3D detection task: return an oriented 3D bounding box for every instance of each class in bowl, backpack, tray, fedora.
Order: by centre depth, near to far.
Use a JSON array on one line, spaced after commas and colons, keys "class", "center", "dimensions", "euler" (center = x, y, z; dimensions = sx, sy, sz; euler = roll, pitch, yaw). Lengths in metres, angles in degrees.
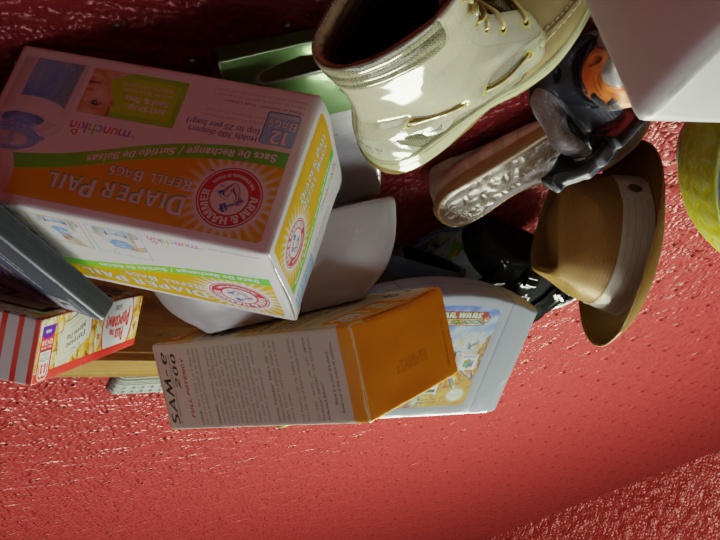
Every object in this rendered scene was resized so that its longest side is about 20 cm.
[{"class": "bowl", "center": [-0.071, -0.005, 0.768], "dimensions": [0.200, 0.075, 0.200], "euler": [-12, -175, -8]}, {"class": "bowl", "center": [0.345, -0.103, 0.842], "dimensions": [0.200, 0.200, 0.108], "euler": [-2, -165, -26]}, {"class": "fedora", "center": [0.204, -0.031, 0.867], "dimensions": [0.082, 0.201, 0.201], "euler": [11, 151, -5]}, {"class": "tray", "center": [-0.185, 0.046, 0.881], "dimensions": [0.200, 0.099, 0.037], "euler": [5, 147, -36]}, {"class": "backpack", "center": [0.096, 0.034, 0.992], "dimensions": [0.163, 0.154, 0.200], "euler": [11, 122, -48]}]

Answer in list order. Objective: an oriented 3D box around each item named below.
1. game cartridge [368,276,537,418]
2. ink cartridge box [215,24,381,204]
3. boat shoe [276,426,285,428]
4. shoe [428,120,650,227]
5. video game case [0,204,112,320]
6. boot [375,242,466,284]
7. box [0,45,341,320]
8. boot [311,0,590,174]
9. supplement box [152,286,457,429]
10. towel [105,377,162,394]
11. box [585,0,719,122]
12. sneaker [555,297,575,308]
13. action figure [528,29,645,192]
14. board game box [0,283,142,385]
[{"class": "game cartridge", "center": [0.064, 0.070, 0.860], "dimensions": [0.200, 0.042, 0.133], "euler": [2, 122, -33]}, {"class": "ink cartridge box", "center": [-0.042, -0.116, 0.675], "dimensions": [0.104, 0.059, 0.200], "euler": [-13, 155, -5]}, {"class": "boat shoe", "center": [-0.024, 0.120, 1.126], "dimensions": [0.200, 0.068, 0.072], "euler": [-26, 161, -11]}, {"class": "shoe", "center": [0.150, -0.105, 0.831], "dimensions": [0.200, 0.053, 0.070], "euler": [-24, 133, 9]}, {"class": "video game case", "center": [-0.270, -0.030, 0.611], "dimensions": [0.200, 0.019, 0.143], "euler": [13, 157, 29]}, {"class": "boot", "center": [0.000, 0.000, 0.896], "dimensions": [0.200, 0.075, 0.097], "euler": [27, 108, -3]}, {"class": "box", "center": [-0.124, -0.053, 0.603], "dimensions": [0.200, 0.113, 0.101], "euler": [11, 157, 11]}, {"class": "boot", "center": [0.064, -0.156, 0.566], "dimensions": [0.200, 0.072, 0.155], "euler": [-42, 160, -1]}, {"class": "supplement box", "center": [-0.044, 0.068, 0.744], "dimensions": [0.200, 0.074, 0.126], "euler": [-9, -174, 36]}, {"class": "towel", "center": [-0.163, 0.081, 1.059], "dimensions": [0.200, 0.035, 0.193], "euler": [1, 147, -28]}, {"class": "box", "center": [0.221, -0.206, 0.476], "dimensions": [0.171, 0.200, 0.199], "euler": [-4, 153, -28]}, {"class": "sneaker", "center": [0.171, 0.027, 1.092], "dimensions": [0.200, 0.079, 0.089], "euler": [-17, 163, 24]}, {"class": "action figure", "center": [0.190, -0.160, 0.676], "dimensions": [0.200, 0.105, 0.193], "euler": [-48, -172, -18]}, {"class": "board game box", "center": [-0.264, 0.030, 0.698], "dimensions": [0.151, 0.046, 0.200], "euler": [12, -176, 5]}]
